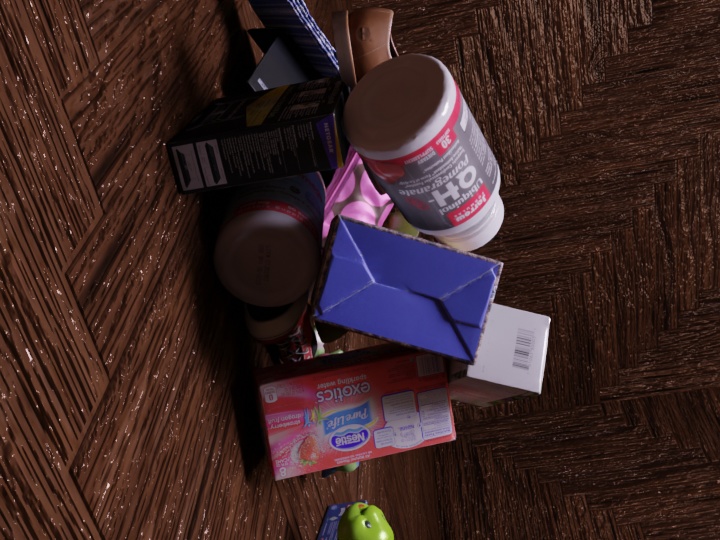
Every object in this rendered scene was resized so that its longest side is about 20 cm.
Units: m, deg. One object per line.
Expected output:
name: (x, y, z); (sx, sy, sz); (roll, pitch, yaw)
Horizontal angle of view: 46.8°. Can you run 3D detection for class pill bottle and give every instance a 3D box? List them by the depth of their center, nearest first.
pill bottle: (0.072, -0.104, 0.814); (0.200, 0.109, 0.112); (48, 31, -49)
pill bottle: (-0.092, -0.062, 0.896); (0.201, 0.107, 0.110); (-89, 168, -55)

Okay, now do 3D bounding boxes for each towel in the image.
towel: (-0.058, -0.273, 1.071); (0.201, 0.024, 0.144); (52, -13, -30)

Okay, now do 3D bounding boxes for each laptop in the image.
laptop: (-0.093, -0.213, 1.083); (0.178, 0.103, 0.199); (52, -12, -29)

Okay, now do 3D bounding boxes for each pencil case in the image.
pencil case: (-0.006, -0.093, 0.996); (0.202, 0.090, 0.094); (-64, 154, -6)

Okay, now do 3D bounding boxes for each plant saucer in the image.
plant saucer: (0.000, 0.000, 1.045); (0.031, 0.200, 0.201); (38, 21, -14)

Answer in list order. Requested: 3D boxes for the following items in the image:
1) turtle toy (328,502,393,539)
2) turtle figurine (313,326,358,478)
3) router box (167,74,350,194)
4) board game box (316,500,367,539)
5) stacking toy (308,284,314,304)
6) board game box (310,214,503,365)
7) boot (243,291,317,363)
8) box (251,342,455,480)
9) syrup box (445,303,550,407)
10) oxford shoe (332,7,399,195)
turtle toy: (0.000, 0.373, 0.964); (0.145, 0.100, 0.203); (-1, 82, -57)
turtle figurine: (-0.001, 0.160, 1.110); (0.143, 0.201, 0.195); (19, 29, -39)
router box: (-0.088, -0.141, 0.830); (0.201, 0.155, 0.053); (-80, 160, -66)
board game box: (-0.013, 0.447, 1.118); (0.200, 0.061, 0.203); (-53, 133, -80)
stacking toy: (-0.051, 0.005, 1.207); (0.199, 0.144, 0.149); (-11, 93, -65)
board game box: (0.035, 0.014, 0.835); (0.200, 0.157, 0.098); (-145, -109, -86)
boot: (-0.083, 0.075, 0.970); (0.200, 0.071, 0.146); (-88, 170, -71)
box: (-0.009, 0.143, 0.887); (0.095, 0.197, 0.104); (-169, -111, -77)
syrup box: (0.132, 0.096, 0.906); (0.200, 0.080, 0.080); (118, -16, -75)
oxford shoe: (0.023, -0.166, 0.844); (0.072, 0.070, 0.202); (-92, 172, -52)
